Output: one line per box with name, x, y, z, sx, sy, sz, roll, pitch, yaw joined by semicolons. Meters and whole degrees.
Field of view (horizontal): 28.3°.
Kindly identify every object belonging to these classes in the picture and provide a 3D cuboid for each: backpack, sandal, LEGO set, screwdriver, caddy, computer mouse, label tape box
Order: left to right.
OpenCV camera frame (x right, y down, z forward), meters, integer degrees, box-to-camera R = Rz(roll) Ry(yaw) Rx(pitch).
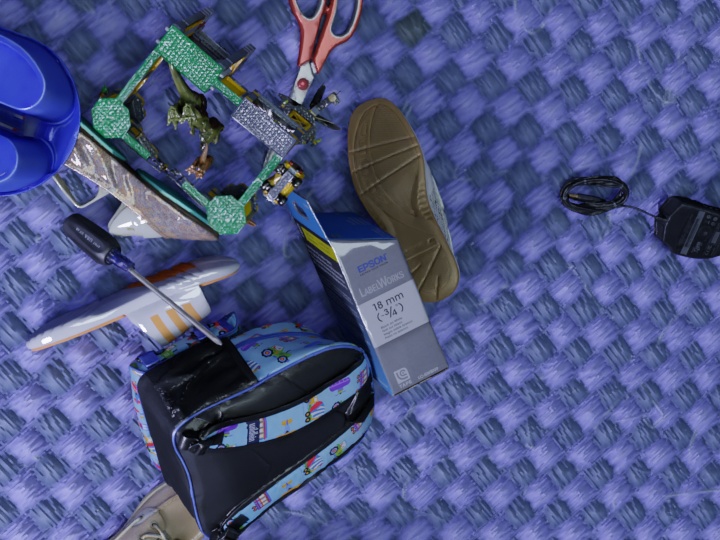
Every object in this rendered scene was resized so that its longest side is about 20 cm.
caddy;-0.338;-0.144;1.206;0.200;0.105;0.142;22;95;1
sandal;-0.201;0.045;1.309;0.206;0.079;0.059;-22;102;-2
screwdriver;-0.190;0.006;1.264;0.029;0.200;0.028;-46;155;-28
LEGO set;-0.127;-0.138;1.275;0.200;0.116;0.154;33;113;0
backpack;-0.092;0.124;1.307;0.200;0.135;0.183;-28;137;-18
label tape box;0.000;0.000;1.319;0.063;0.144;0.200;-26;108;-9
computer mouse;0.294;-0.059;1.456;0.200;0.034;0.059;17;113;-14

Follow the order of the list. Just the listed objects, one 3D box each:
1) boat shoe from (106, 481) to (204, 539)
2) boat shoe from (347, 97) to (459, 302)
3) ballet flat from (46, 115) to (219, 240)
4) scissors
boat shoe;-0.201;0.265;1.360;0.200;0.065;0.072;-37;109;-6
boat shoe;0.041;-0.065;1.362;0.071;0.069;0.200;-19;88;10
ballet flat;-0.220;-0.073;1.286;0.200;0.068;0.067;39;93;-10
scissors;-0.044;-0.184;1.335;0.073;0.014;0.200;6;98;-19
